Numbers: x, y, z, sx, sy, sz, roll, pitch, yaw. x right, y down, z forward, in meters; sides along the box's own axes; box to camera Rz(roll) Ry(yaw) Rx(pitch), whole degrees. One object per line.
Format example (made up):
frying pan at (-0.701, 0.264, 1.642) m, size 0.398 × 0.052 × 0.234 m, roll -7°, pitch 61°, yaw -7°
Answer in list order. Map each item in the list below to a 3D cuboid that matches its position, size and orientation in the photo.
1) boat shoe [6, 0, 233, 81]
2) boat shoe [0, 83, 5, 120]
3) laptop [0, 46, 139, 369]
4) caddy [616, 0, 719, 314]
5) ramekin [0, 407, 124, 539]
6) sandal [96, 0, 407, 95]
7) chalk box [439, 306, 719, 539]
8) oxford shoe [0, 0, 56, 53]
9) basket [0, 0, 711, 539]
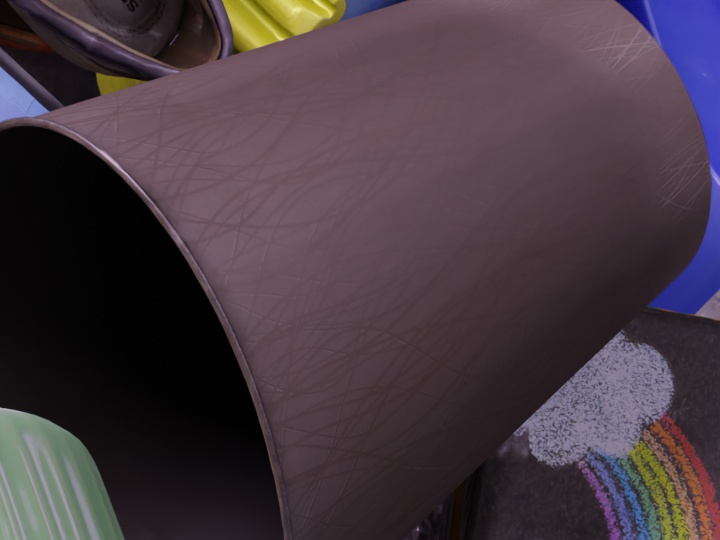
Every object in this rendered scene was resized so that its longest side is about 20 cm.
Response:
boat shoe at (-0.104, -0.122, 0.839) m, size 0.072 × 0.065 × 0.200 m, roll -52°, pitch 128°, yaw -11°
boat shoe at (-0.170, -0.101, 0.890) m, size 0.202 × 0.075 × 0.075 m, roll 39°, pitch 45°, yaw -24°
laptop at (-0.165, -0.021, 0.789) m, size 0.103 × 0.200 × 0.178 m, roll 34°, pitch 76°, yaw 17°
caddy at (0.072, -0.055, 1.060) m, size 0.141 × 0.105 × 0.201 m, roll 26°, pitch 36°, yaw -31°
ramekin at (-0.143, 0.110, 0.744) m, size 0.199 × 0.200 × 0.098 m, roll -2°, pitch 67°, yaw -43°
sandal at (0.001, -0.103, 0.938) m, size 0.087 × 0.200 × 0.080 m, roll 25°, pitch 32°, yaw -55°
chalk box at (0.128, 0.101, 0.982) m, size 0.199 × 0.124 × 0.125 m, roll 12°, pitch 59°, yaw -1°
oxford shoe at (-0.066, -0.121, 0.991) m, size 0.199 × 0.073 × 0.072 m, roll -14°, pitch 83°, yaw -44°
basket at (0.000, 0.000, 0.867) m, size 0.200 × 0.136 × 0.181 m, roll -31°, pitch 122°, yaw -36°
